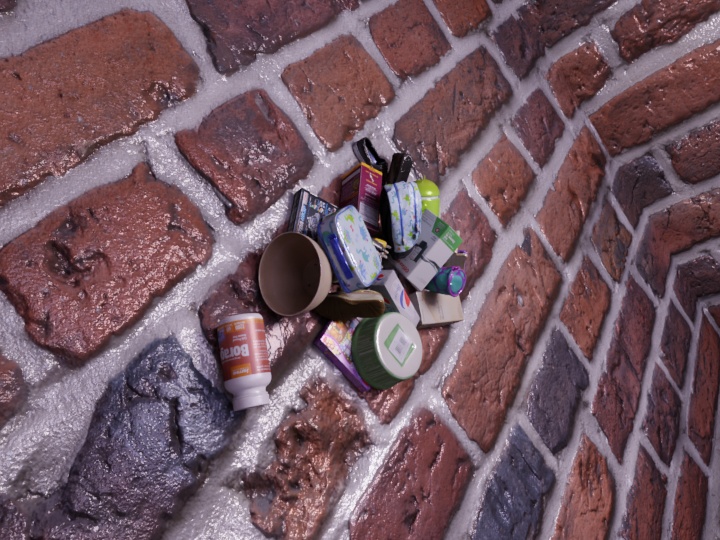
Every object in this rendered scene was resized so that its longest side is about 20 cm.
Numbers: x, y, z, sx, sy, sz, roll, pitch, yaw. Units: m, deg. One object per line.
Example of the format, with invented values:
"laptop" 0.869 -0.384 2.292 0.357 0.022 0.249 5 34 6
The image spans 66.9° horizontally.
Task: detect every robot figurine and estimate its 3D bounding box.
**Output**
"robot figurine" 0.198 -0.198 1.758 0.176 0.111 0.208 -53 146 -71

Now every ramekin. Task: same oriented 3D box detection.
"ramekin" 0.079 0.214 1.493 0.195 0.097 0.207 17 62 -34

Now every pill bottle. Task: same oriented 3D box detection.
"pill bottle" -0.265 0.211 1.254 0.109 0.111 0.207 -1 74 -39

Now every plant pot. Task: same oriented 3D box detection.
"plant pot" -0.146 0.013 1.395 0.133 0.195 0.207 9 66 -61

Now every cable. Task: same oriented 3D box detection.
"cable" 0.003 -0.078 1.517 0.197 0.050 0.099 33 63 -21

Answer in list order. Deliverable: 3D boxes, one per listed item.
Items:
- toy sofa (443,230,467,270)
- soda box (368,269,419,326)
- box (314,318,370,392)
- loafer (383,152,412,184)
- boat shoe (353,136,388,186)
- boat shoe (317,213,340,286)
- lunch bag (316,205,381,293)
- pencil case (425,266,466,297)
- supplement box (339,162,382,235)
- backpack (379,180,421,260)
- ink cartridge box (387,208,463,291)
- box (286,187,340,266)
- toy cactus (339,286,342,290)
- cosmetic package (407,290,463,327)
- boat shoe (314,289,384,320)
"toy sofa" 0.297 -0.035 1.752 0.202 0.094 0.085 77 23 -56
"soda box" 0.100 0.094 1.587 0.064 0.067 0.203 -55 128 -35
"box" -0.023 0.213 1.501 0.201 0.039 0.138 47 50 -15
"loafer" 0.107 -0.279 1.731 0.072 0.071 0.206 -1 118 -48
"boat shoe" 0.056 -0.341 1.758 0.070 0.066 0.203 -40 100 -40
"boat shoe" -0.070 -0.055 1.492 0.063 0.071 0.208 38 38 -62
"lunch bag" -0.029 -0.055 1.397 0.205 0.080 0.161 64 26 -11
"pencil case" 0.232 0.017 1.676 0.083 0.198 0.096 -9 106 -34
"supplement box" -0.002 -0.200 1.627 0.084 0.109 0.207 19 62 -31
"backpack" 0.114 -0.162 1.575 0.202 0.149 0.167 62 15 -44
"ink cartridge box" 0.190 -0.062 1.645 0.082 0.147 0.201 36 96 -36
"box" -0.128 -0.107 1.532 0.156 0.045 0.206 25 60 -31
"toy cactus" 0.000 0.000 1.568 0.163 0.100 0.207 28 58 -45
"cosmetic package" 0.231 0.122 1.725 0.195 0.072 0.107 -2 75 -41
"boat shoe" -0.030 0.088 1.472 0.192 0.076 0.067 4 27 0
